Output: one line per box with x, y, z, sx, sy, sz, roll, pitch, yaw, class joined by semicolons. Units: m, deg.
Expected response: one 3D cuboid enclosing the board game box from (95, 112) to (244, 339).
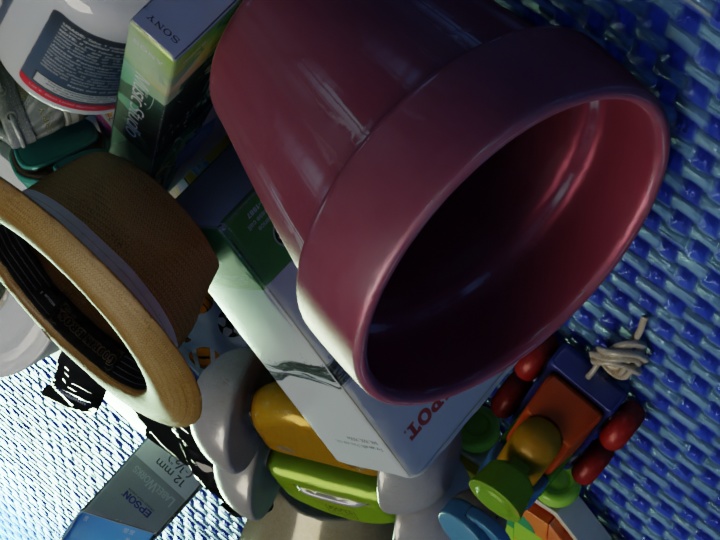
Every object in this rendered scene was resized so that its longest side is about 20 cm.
-0.118;-0.073;1.346;0.200;0.040;0.154;52;165;34;board game box

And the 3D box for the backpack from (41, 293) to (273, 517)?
-0.124;0.056;1.521;0.199;0.155;0.191;30;163;13;backpack

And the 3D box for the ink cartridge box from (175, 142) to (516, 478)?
0.000;0.000;1.233;0.083;0.147;0.201;5;136;55;ink cartridge box

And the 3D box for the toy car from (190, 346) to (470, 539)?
-0.008;0.092;1.397;0.173;0.151;0.200;12;155;15;toy car

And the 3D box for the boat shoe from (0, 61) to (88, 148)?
-0.258;-0.164;1.432;0.202;0.064;0.075;50;162;24;boat shoe

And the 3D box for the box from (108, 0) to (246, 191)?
-0.075;-0.123;1.142;0.036;0.144;0.200;39;157;7;box

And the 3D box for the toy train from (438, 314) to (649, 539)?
0.109;0.100;1.269;0.084;0.116;0.200;38;157;8;toy train

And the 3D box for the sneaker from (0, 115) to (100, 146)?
-0.209;-0.088;1.507;0.199;0.071;0.073;32;155;24;sneaker

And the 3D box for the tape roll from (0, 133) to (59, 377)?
-0.283;-0.022;1.605;0.201;0.071;0.204;12;113;29;tape roll

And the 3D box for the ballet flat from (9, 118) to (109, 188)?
-0.183;-0.052;1.390;0.200;0.067;0.071;31;140;64;ballet flat

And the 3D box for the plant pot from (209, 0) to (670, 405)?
0.024;-0.065;1.053;0.179;0.199;0.201;48;161;28;plant pot

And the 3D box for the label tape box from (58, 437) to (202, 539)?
-0.183;0.193;1.783;0.066;0.200;0.143;40;157;1;label tape box

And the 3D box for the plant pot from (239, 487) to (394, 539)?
-0.023;0.225;1.646;0.186;0.187;0.201;30;140;27;plant pot

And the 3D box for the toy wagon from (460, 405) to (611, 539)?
0.124;0.177;1.473;0.199;0.040;0.156;33;155;22;toy wagon

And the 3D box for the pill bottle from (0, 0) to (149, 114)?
-0.136;-0.173;1.186;0.120;0.120;0.200;44;157;-5;pill bottle

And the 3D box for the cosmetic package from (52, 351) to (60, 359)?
-0.199;0.040;1.694;0.199;0.085;0.108;35;157;17;cosmetic package

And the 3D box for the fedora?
-0.137;-0.005;1.159;0.200;0.082;0.201;41;161;17;fedora
